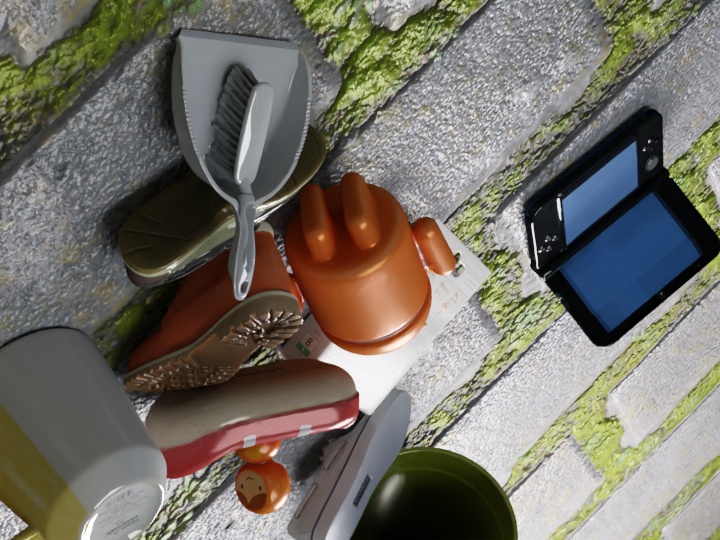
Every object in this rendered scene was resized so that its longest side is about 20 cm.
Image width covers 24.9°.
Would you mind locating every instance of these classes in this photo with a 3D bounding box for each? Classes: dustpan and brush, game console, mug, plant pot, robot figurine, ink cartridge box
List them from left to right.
[{"bbox_3d":[-0.248,0.167,1.342,0.187,0.153,0.149,-53,149,10],"label":"mug"},{"bbox_3d":[-0.093,-0.080,1.280,0.139,0.057,0.201,-1,106,-47],"label":"dustpan and brush"},{"bbox_3d":[-0.002,0.000,1.484,0.144,0.116,0.200,-46,143,-18],"label":"robot figurine"},{"bbox_3d":[0.028,0.041,1.645,0.200,0.050,0.161,-52,149,-1],"label":"ink cartridge box"},{"bbox_3d":[0.065,0.339,1.906,0.200,0.201,0.193,-30,157,-26],"label":"plant pot"},{"bbox_3d":[0.294,-0.046,1.798,0.200,0.118,0.171,-39,148,-15],"label":"game console"}]

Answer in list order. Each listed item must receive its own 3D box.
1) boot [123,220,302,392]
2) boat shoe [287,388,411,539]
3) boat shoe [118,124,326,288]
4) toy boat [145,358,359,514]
[{"bbox_3d":[-0.135,0.036,1.411,0.200,0.108,0.075,-32,150,32],"label":"boot"},{"bbox_3d":[-0.014,0.207,1.758,0.200,0.065,0.074,-57,146,-24],"label":"boat shoe"},{"bbox_3d":[-0.116,-0.055,1.344,0.201,0.072,0.066,-37,169,-24],"label":"boat shoe"},{"bbox_3d":[-0.097,0.159,1.495,0.199,0.130,0.131,-9,97,-22],"label":"toy boat"}]
